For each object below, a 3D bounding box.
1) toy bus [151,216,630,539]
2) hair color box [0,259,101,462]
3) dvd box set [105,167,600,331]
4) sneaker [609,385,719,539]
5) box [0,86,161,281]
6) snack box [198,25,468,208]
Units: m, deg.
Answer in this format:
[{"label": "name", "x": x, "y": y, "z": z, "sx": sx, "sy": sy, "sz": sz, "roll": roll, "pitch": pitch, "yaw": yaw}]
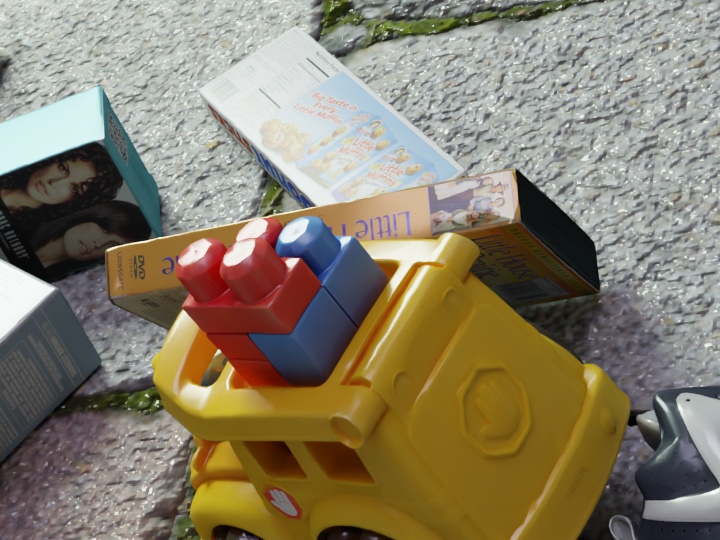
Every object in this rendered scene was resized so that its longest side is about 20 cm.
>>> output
[{"label": "toy bus", "x": -0.019, "y": 0.050, "z": 0.931, "sx": 0.199, "sy": 0.192, "sz": 0.136, "roll": -4, "pitch": 46, "yaw": 48}, {"label": "hair color box", "x": -0.242, "y": 0.080, "z": 1.136, "sx": 0.099, "sy": 0.061, "sz": 0.200, "roll": 23, "pitch": 59, "yaw": 42}, {"label": "dvd box set", "x": 0.000, "y": 0.000, "z": 1.035, "sx": 0.199, "sy": 0.146, "sz": 0.030, "roll": -11, "pitch": 74, "yaw": 19}, {"label": "sneaker", "x": 0.179, "y": 0.062, "z": 0.914, "sx": 0.129, "sy": 0.080, "sz": 0.200, "roll": 24, "pitch": 70, "yaw": 33}, {"label": "box", "x": -0.217, "y": -0.026, "z": 1.222, "sx": 0.199, "sy": 0.082, "sz": 0.049, "roll": -20, "pitch": 41, "yaw": 8}, {"label": "snack box", "x": -0.016, "y": -0.071, "z": 1.208, "sx": 0.072, "sy": 0.024, "sz": 0.200, "roll": -33, "pitch": 40, "yaw": -10}]
